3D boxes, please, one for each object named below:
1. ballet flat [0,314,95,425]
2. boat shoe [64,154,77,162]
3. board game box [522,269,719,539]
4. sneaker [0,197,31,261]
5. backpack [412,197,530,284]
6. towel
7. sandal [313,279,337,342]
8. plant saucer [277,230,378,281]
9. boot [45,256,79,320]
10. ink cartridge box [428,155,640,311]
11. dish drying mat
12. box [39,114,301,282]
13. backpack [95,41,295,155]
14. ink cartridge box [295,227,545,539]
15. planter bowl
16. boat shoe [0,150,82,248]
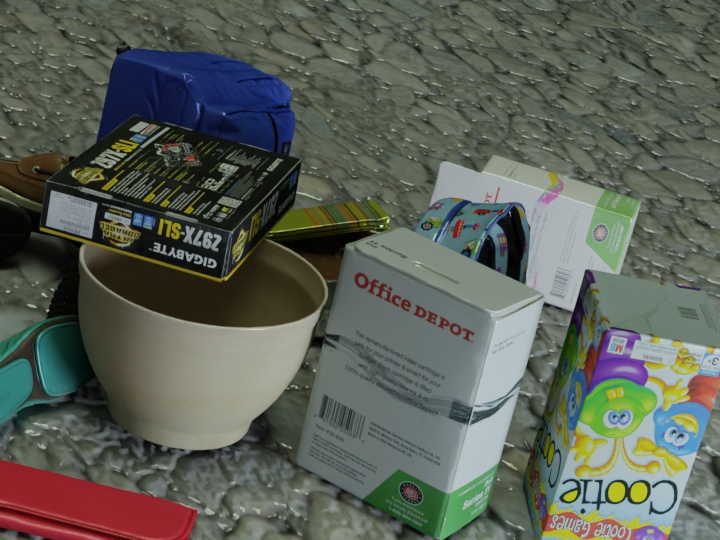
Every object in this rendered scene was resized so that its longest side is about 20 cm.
[{"bbox_3d":[-0.278,0.079,1.563,0.070,0.068,0.200,3,16,25],"label":"ballet flat"},{"bbox_3d":[-0.218,-0.047,1.850,0.200,0.073,0.072,26,27,24],"label":"boat shoe"},{"bbox_3d":[0.207,0.117,1.563,0.103,0.200,0.105,10,25,-8],"label":"board game box"},{"bbox_3d":[-0.402,-0.063,1.783,0.200,0.076,0.115,2,28,-19],"label":"sneaker"},{"bbox_3d":[0.064,0.027,1.684,0.134,0.200,0.183,21,26,16],"label":"backpack"},{"bbox_3d":[-0.075,-0.042,1.919,0.200,0.018,0.086,-7,14,-9],"label":"towel"},{"bbox_3d":[0.031,0.030,1.816,0.200,0.045,0.075,-6,68,-28],"label":"sandal"},{"bbox_3d":[0.000,0.000,1.917,0.200,0.032,0.200,11,25,-5],"label":"plant saucer"},{"bbox_3d":[-0.183,0.024,1.722,0.077,0.138,0.200,-12,42,44],"label":"boot"},{"bbox_3d":[0.169,-0.041,1.985,0.200,0.117,0.067,19,24,10],"label":"ink cartridge box"},{"bbox_3d":[-0.222,0.171,1.444,0.200,0.018,0.077,13,23,-1],"label":"dish drying mat"},{"bbox_3d":[-0.152,-0.064,1.630,0.159,0.049,0.200,14,23,9],"label":"box"},{"bbox_3d":[-0.149,-0.126,1.960,0.168,0.163,0.200,26,16,23],"label":"backpack"},{"bbox_3d":[0.045,0.085,1.547,0.146,0.200,0.083,27,27,26],"label":"ink cartridge box"},{"bbox_3d":[-0.136,0.060,1.586,0.200,0.135,0.200,11,22,-4],"label":"planter bowl"},{"bbox_3d":[-0.288,-0.073,1.821,0.200,0.068,0.072,22,-17,18],"label":"boat shoe"}]
